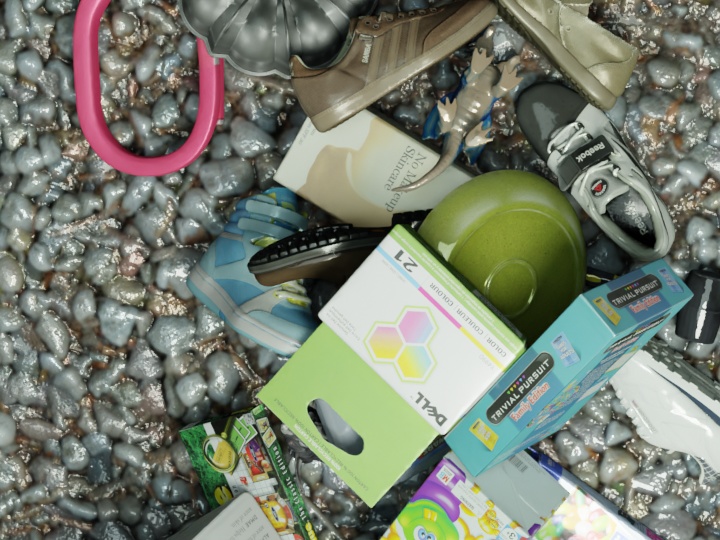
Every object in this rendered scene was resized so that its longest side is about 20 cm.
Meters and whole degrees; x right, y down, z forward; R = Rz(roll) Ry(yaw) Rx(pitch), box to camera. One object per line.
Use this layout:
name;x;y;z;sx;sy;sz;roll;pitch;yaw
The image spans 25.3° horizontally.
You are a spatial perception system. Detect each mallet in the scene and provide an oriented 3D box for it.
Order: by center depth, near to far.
mallet;0.244;0.004;1.489;0.198;0.041;0.067;23;101;8

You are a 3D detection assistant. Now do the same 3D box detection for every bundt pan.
bundt pan;-0.076;-0.277;1.455;0.199;0.076;0.205;0;94;-4

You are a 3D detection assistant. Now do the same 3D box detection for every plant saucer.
plant saucer;0.127;0.013;1.423;0.198;0.031;0.203;-9;110;-27

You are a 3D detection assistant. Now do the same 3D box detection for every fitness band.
fitness band;-0.201;-0.191;1.525;0.142;0.037;0.203;-1;96;10

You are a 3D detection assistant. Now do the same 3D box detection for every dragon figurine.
dragon figurine;0.092;-0.136;1.438;0.058;0.099;0.202;28;77;-1

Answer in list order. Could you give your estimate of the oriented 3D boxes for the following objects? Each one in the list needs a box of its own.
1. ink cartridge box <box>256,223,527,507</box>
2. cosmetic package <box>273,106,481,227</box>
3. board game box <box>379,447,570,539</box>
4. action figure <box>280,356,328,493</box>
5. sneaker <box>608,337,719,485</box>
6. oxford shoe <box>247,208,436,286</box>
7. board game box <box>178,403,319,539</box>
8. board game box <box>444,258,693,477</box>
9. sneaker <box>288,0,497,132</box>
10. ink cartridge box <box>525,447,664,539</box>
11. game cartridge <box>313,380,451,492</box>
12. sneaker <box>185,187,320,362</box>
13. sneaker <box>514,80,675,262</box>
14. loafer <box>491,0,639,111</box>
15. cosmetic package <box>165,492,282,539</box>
ink cartridge box;0.022;0.084;1.343;0.148;0.076;0.200;43;97;5
cosmetic package;0.030;-0.078;1.487;0.199;0.071;0.106;30;99;3
board game box;0.081;0.253;1.466;0.105;0.103;0.201;41;120;12
action figure;-0.026;0.107;1.497;0.102;0.119;0.201;33;96;-36
sneaker;0.269;0.113;1.481;0.199;0.076;0.081;39;111;4
oxford shoe;0.000;0.000;1.412;0.197;0.073;0.086;-7;103;-7
board game box;-0.096;0.232;1.539;0.104;0.023;0.202;-18;98;41
board game box;0.180;0.083;1.392;0.047;0.150;0.200;50;125;16
sneaker;0.028;-0.203;1.423;0.199;0.070;0.076;-33;94;-11
ink cartridge box;0.192;0.261;1.523;0.199;0.042;0.120;36;101;4
game cartridge;0.058;0.111;1.462;0.199;0.041;0.134;-33;121;-18
sneaker;-0.074;-0.002;1.468;0.199;0.079;0.132;33;96;43
sneaker;0.216;-0.092;1.454;0.074;0.088;0.200;-42;89;12
loafer;0.173;-0.234;1.451;0.067;0.076;0.200;-43;91;2
cosmetic package;-0.139;0.351;1.491;0.164;0.165;0.201;-33;93;34
